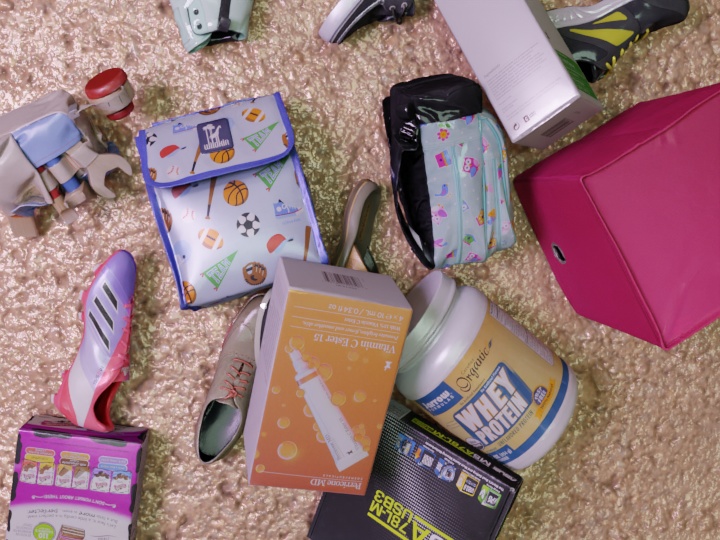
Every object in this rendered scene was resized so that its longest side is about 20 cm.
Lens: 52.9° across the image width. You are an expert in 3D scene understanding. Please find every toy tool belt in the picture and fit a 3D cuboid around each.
[{"bbox_3d":[-0.309,-0.118,0.766,0.197,0.126,0.124,-25,129,0],"label":"toy tool belt"}]

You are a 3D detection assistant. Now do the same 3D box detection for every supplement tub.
[{"bbox_3d":[0.127,0.110,0.809,0.199,0.145,0.146,38,91,-8],"label":"supplement tub"}]

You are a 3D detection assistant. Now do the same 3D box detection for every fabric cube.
[{"bbox_3d":[0.317,-0.062,0.787,0.198,0.199,0.199,-30,99,-3],"label":"fabric cube"}]

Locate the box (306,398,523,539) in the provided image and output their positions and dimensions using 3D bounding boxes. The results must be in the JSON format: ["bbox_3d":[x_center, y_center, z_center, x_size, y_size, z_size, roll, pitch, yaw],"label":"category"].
[{"bbox_3d":[0.054,0.265,0.803,0.198,0.047,0.197,28,105,22],"label":"box"}]

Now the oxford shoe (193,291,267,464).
[{"bbox_3d":[-0.134,0.124,0.815,0.069,0.075,0.204,18,91,-7],"label":"oxford shoe"}]

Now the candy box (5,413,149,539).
[{"bbox_3d":[-0.321,0.276,0.817,0.133,0.061,0.205,9,94,-8],"label":"candy box"}]

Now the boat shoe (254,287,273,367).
[{"bbox_3d":[-0.074,0.114,0.806,0.066,0.072,0.205,7,112,25],"label":"boat shoe"}]

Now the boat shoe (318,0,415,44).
[{"bbox_3d":[0.041,-0.312,0.801,0.200,0.070,0.066,-45,97,-8],"label":"boat shoe"}]

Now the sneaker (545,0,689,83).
[{"bbox_3d":[0.277,-0.258,0.821,0.196,0.074,0.087,-14,80,4],"label":"sneaker"}]

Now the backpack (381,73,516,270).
[{"bbox_3d":[0.096,-0.101,0.781,0.124,0.167,0.204,-10,109,5],"label":"backpack"}]

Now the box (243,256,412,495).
[{"bbox_3d":[-0.038,0.105,0.721,0.122,0.098,0.204,9,106,-15],"label":"box"}]

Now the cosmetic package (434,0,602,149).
[{"bbox_3d":[0.160,-0.236,0.759,0.084,0.107,0.203,-32,79,30],"label":"cosmetic package"}]

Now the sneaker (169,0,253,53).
[{"bbox_3d":[-0.208,-0.297,0.764,0.196,0.074,0.121,3,89,-9],"label":"sneaker"}]

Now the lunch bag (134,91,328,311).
[{"bbox_3d":[-0.137,-0.077,0.776,0.166,0.124,0.204,-15,87,-6],"label":"lunch bag"}]

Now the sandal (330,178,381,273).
[{"bbox_3d":[0.000,0.000,0.814,0.053,0.080,0.205,14,90,16],"label":"sandal"}]

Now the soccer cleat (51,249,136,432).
[{"bbox_3d":[-0.276,0.078,0.796,0.075,0.067,0.204,24,98,11],"label":"soccer cleat"}]
